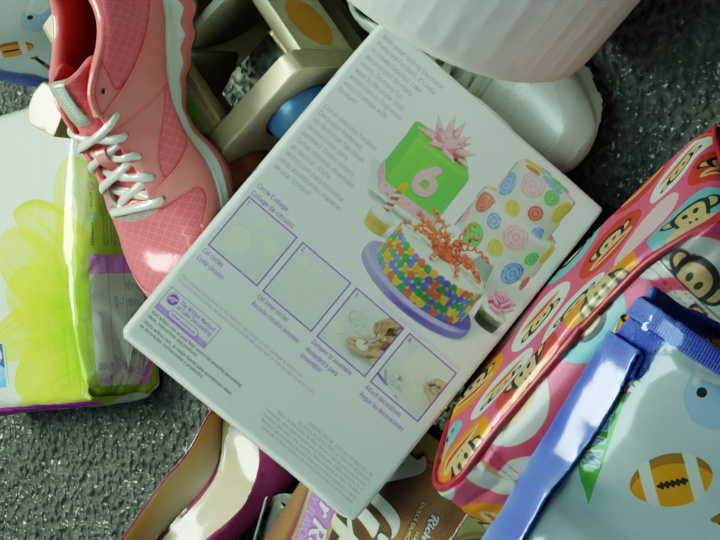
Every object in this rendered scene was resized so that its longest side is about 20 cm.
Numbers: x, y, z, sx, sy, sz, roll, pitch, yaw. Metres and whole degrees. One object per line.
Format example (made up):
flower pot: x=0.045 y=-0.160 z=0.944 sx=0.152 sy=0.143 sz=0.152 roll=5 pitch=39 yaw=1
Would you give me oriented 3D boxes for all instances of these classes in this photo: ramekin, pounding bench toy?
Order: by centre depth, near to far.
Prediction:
ramekin: x=0.057 y=-0.182 z=0.792 sx=0.201 sy=0.200 sz=0.098 roll=53 pitch=127 yaw=27
pounding bench toy: x=-0.089 y=-0.096 z=0.942 sx=0.200 sy=0.124 sz=0.156 roll=-43 pitch=71 yaw=30

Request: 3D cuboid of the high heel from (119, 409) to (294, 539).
high heel: x=-0.097 y=0.130 z=0.970 sx=0.067 sy=0.096 sz=0.201 roll=29 pitch=107 yaw=36

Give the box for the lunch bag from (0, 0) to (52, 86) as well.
lunch bag: x=-0.211 y=-0.208 z=0.996 sx=0.170 sy=0.200 sz=0.124 roll=-43 pitch=64 yaw=31

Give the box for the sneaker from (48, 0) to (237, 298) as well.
sneaker: x=-0.125 y=-0.074 z=0.840 sx=0.074 sy=0.087 sz=0.201 roll=-13 pitch=89 yaw=36

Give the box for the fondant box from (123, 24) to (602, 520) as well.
fondant box: x=0.000 y=0.000 z=0.813 sx=0.144 sy=0.058 sz=0.200 roll=40 pitch=83 yaw=-5

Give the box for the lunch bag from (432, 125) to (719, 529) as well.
lunch bag: x=0.121 y=0.028 z=0.758 sx=0.082 sy=0.176 sz=0.200 roll=40 pitch=109 yaw=-6

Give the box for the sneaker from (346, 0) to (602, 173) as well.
sneaker: x=0.045 y=-0.123 z=0.871 sx=0.200 sy=0.080 sz=0.076 roll=48 pitch=116 yaw=28

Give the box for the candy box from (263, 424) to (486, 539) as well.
candy box: x=-0.004 y=0.174 z=0.854 sx=0.117 sy=0.056 sz=0.200 roll=33 pitch=92 yaw=49

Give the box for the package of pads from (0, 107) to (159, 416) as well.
package of pads: x=-0.207 y=-0.008 z=1.082 sx=0.154 sy=0.068 sz=0.201 roll=-8 pitch=84 yaw=39

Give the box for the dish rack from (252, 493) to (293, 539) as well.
dish rack: x=-0.035 y=0.236 z=0.941 sx=0.153 sy=0.054 sz=0.201 roll=27 pitch=109 yaw=36

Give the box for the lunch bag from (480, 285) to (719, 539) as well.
lunch bag: x=0.137 y=0.116 z=0.621 sx=0.170 sy=0.200 sz=0.124 roll=-61 pitch=25 yaw=9
